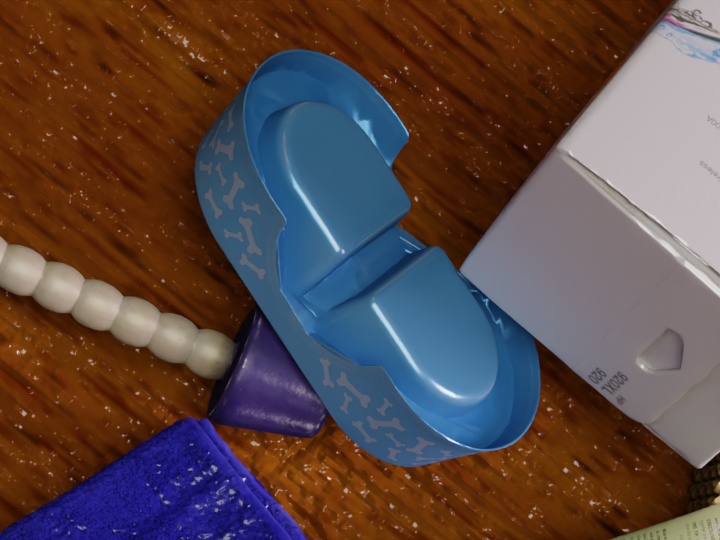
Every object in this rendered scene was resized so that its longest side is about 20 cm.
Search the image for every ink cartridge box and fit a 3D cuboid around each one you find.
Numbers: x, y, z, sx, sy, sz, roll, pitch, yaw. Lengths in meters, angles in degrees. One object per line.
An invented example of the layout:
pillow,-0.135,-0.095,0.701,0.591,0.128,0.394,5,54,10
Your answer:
ink cartridge box,0.171,-0.046,1.246,0.145,0.147,0.200,39,64,3

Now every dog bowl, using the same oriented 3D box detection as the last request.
dog bowl,0.000,0.000,1.261,0.200,0.050,0.111,56,37,-2

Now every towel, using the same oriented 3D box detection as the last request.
towel,-0.058,0.159,1.202,0.148,0.050,0.200,-31,65,-35

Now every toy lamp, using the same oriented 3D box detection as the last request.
toy lamp,-0.104,0.019,1.256,0.200,0.058,0.058,25,80,-10

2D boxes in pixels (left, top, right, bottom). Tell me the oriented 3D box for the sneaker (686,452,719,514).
sneaker,0.190,0.146,1.299,0.090,0.075,0.200,15,82,-5

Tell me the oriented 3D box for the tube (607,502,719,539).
tube,0.098,0.152,1.253,0.200,0.052,0.058,-17,93,10
